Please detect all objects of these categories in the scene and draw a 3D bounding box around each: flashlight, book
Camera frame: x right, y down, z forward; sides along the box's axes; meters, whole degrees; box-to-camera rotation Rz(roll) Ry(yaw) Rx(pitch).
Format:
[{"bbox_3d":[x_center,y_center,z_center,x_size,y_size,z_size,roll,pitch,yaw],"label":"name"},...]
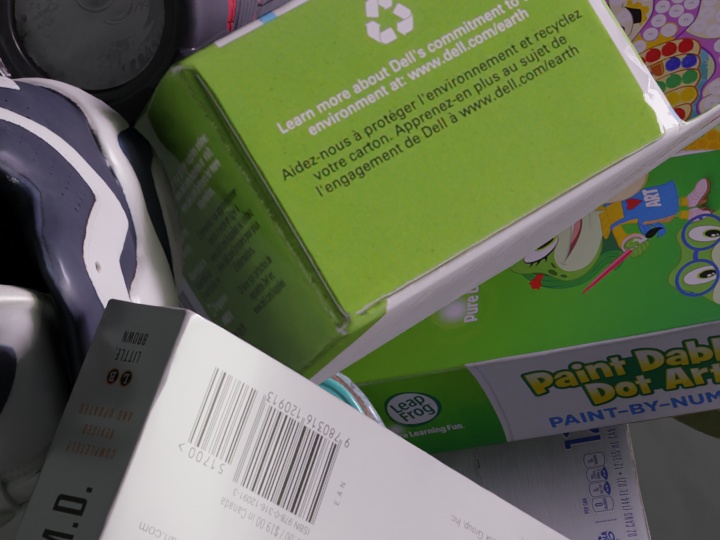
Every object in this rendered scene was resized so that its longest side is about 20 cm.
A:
[{"bbox_3d":[-0.051,-0.084,0.778,0.068,0.068,0.200,58,15,-6],"label":"flashlight"},{"bbox_3d":[-0.033,0.124,0.550,0.134,0.048,0.200,34,71,-41],"label":"book"}]

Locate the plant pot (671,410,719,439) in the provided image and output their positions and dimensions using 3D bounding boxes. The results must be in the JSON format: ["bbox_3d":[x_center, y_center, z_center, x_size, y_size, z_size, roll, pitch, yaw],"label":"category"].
[{"bbox_3d":[0.145,-0.051,0.985,0.193,0.200,0.200,-50,146,-10],"label":"plant pot"}]

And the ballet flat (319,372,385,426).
[{"bbox_3d":[-0.013,0.127,0.794,0.074,0.074,0.200,14,68,-72],"label":"ballet flat"}]

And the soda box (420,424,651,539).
[{"bbox_3d":[0.060,0.137,0.800,0.063,0.068,0.200,78,2,-54],"label":"soda box"}]

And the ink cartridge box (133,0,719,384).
[{"bbox_3d":[0.040,-0.047,0.718,0.076,0.200,0.148,57,-19,3],"label":"ink cartridge box"}]

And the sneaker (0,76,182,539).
[{"bbox_3d":[-0.075,0.046,0.584,0.130,0.079,0.200,27,55,-67],"label":"sneaker"}]

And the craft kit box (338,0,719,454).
[{"bbox_3d":[0.093,-0.045,0.847,0.049,0.197,0.200,59,25,-45],"label":"craft kit box"}]
